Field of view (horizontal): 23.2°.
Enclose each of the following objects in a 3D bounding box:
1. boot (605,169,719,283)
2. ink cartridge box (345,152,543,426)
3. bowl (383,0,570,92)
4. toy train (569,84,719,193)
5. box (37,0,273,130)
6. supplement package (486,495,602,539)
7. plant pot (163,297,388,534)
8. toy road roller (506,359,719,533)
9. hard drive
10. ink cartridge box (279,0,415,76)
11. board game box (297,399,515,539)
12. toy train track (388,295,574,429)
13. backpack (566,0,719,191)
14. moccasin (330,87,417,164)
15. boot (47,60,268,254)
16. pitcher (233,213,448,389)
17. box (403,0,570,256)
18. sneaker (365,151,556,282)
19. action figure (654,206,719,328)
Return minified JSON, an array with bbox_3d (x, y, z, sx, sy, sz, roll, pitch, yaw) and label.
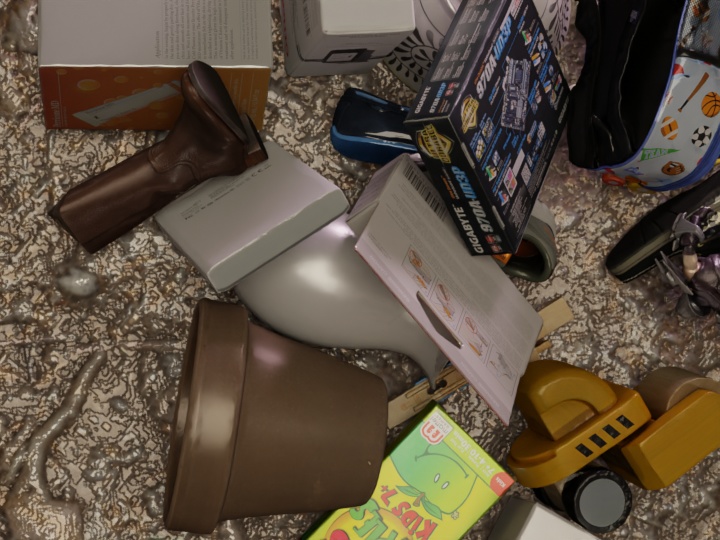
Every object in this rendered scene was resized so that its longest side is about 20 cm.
[{"bbox_3d":[0.349,-0.009,1.639,0.203,0.074,0.154,-33,105,7],"label":"boot"},{"bbox_3d":[0.065,0.021,1.470,0.045,0.176,0.200,-33,105,30],"label":"ink cartridge box"},{"bbox_3d":[0.107,-0.256,1.614,0.200,0.094,0.202,0,87,-7],"label":"bowl"},{"bbox_3d":[0.290,-0.157,1.654,0.199,0.056,0.151,-28,85,-9],"label":"toy train"},{"bbox_3d":[-0.181,-0.193,1.547,0.199,0.124,0.098,0,69,-7],"label":"box"},{"bbox_3d":[0.148,0.319,1.569,0.121,0.120,0.200,30,84,-3],"label":"supplement package"},{"bbox_3d":[-0.071,0.135,1.517,0.174,0.200,0.201,8,85,-9],"label":"plant pot"},{"bbox_3d":[0.221,0.130,1.578,0.200,0.123,0.146,-33,101,-9],"label":"toy road roller"},{"bbox_3d":[-0.099,-0.051,1.524,0.132,0.200,0.027,-33,113,-8],"label":"hard drive"},{"bbox_3d":[-0.017,-0.260,1.546,0.083,0.200,0.146,-4,87,-11],"label":"ink cartridge box"},{"bbox_3d":[0.034,0.225,1.587,0.102,0.048,0.200,44,89,-3],"label":"board game box"},{"bbox_3d":[0.105,0.084,1.626,0.200,0.033,0.115,-31,98,-2],"label":"toy train track"},{"bbox_3d":[0.266,-0.166,1.542,0.154,0.200,0.191,22,83,-16],"label":"backpack"},{"bbox_3d":[0.074,-0.129,1.609,0.199,0.080,0.068,12,71,-10],"label":"moccasin"},{"bbox_3d":[-0.191,-0.090,1.509,0.199,0.186,0.064,-25,67,4],"label":"boot"},{"bbox_3d":[0.000,0.000,1.582,0.199,0.121,0.172,21,46,-1],"label":"pitcher"},{"bbox_3d":[0.116,-0.137,1.505,0.159,0.046,0.200,60,41,-38],"label":"box"},{"bbox_3d":[0.097,-0.046,1.574,0.200,0.079,0.074,19,126,-23],"label":"sneaker"},{"bbox_3d":[0.351,-0.020,1.567,0.130,0.069,0.200,34,118,-22],"label":"action figure"}]
